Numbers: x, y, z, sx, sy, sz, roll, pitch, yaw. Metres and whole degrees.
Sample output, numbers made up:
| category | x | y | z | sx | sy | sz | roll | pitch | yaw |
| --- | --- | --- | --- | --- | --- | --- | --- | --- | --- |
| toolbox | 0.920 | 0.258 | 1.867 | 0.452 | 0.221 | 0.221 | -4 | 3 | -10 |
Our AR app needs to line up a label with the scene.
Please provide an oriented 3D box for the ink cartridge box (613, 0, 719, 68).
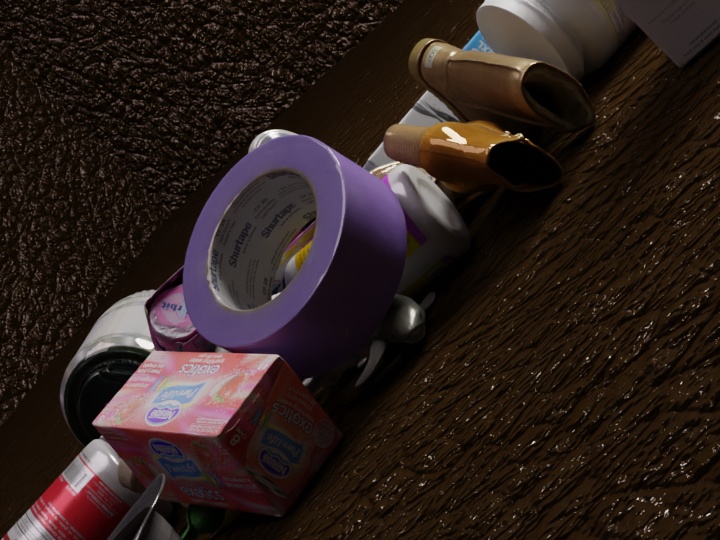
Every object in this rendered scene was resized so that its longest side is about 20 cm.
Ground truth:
| category | x | y | z | sx | sy | sz | roll | pitch | yaw |
| --- | --- | --- | --- | --- | --- | --- | --- | --- | --- |
| ink cartridge box | 0.244 | -0.292 | 1.594 | 0.085 | 0.200 | 0.146 | -41 | 11 | 27 |

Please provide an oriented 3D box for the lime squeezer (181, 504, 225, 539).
| category | x | y | z | sx | sy | sz | roll | pitch | yaw |
| --- | --- | --- | --- | --- | --- | --- | --- | --- | --- |
| lime squeezer | -0.123 | 0.218 | 1.626 | 0.200 | 0.038 | 0.071 | -41 | 42 | 26 |

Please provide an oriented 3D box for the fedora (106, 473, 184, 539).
| category | x | y | z | sx | sy | sz | roll | pitch | yaw |
| --- | --- | --- | --- | --- | --- | --- | --- | --- | --- |
| fedora | -0.182 | 0.271 | 1.462 | 0.200 | 0.090 | 0.177 | -53 | 8 | 0 |

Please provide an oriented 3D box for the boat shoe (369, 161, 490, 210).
| category | x | y | z | sx | sy | sz | roll | pitch | yaw |
| --- | --- | --- | --- | --- | --- | --- | --- | --- | --- |
| boat shoe | 0.061 | -0.079 | 1.795 | 0.199 | 0.076 | 0.072 | -33 | 15 | -21 |

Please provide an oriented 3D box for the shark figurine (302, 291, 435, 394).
| category | x | y | z | sx | sy | sz | roll | pitch | yaw |
| --- | --- | --- | --- | --- | --- | --- | --- | --- | --- |
| shark figurine | -0.017 | 0.055 | 1.653 | 0.214 | 0.090 | 0.128 | -37 | 12 | 36 |

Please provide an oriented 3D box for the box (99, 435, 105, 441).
| category | x | y | z | sx | sy | sz | roll | pitch | yaw |
| --- | --- | --- | --- | --- | --- | --- | --- | --- | --- |
| box | -0.169 | 0.137 | 1.927 | 0.199 | 0.037 | 0.144 | -31 | 4 | -21 |

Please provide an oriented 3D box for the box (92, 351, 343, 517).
| category | x | y | z | sx | sy | sz | roll | pitch | yaw |
| --- | --- | --- | --- | --- | --- | --- | --- | --- | --- |
| box | -0.125 | 0.137 | 1.576 | 0.199 | 0.103 | 0.095 | -1 | 42 | 50 |

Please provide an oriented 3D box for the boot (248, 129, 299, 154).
| category | x | y | z | sx | sy | sz | roll | pitch | yaw |
| --- | --- | --- | --- | --- | --- | --- | --- | --- | --- |
| boot | -0.017 | -0.080 | 1.855 | 0.073 | 0.199 | 0.090 | -61 | 17 | -16 |

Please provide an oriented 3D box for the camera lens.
| category | x | y | z | sx | sy | sz | roll | pitch | yaw |
| --- | --- | --- | --- | --- | --- | --- | --- | --- | --- |
| camera lens | -0.257 | 0.124 | 2.152 | 0.160 | 0.160 | 0.200 | -43 | 10 | 18 |

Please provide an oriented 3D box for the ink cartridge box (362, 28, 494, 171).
| category | x | y | z | sx | sy | sz | roll | pitch | yaw |
| --- | --- | --- | --- | --- | --- | --- | --- | --- | --- |
| ink cartridge box | 0.087 | -0.142 | 1.934 | 0.200 | 0.084 | 0.145 | -49 | -1 | -15 |

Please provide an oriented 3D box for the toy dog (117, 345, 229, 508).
| category | x | y | z | sx | sy | sz | roll | pitch | yaw |
| --- | --- | --- | --- | --- | --- | --- | --- | --- | --- |
| toy dog | -0.142 | 0.154 | 1.770 | 0.200 | 0.132 | 0.096 | -43 | -29 | -8 |

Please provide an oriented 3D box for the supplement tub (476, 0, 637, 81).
| category | x | y | z | sx | sy | sz | roll | pitch | yaw |
| --- | --- | --- | --- | --- | --- | --- | --- | --- | --- |
| supplement tub | 0.224 | -0.291 | 1.840 | 0.200 | 0.145 | 0.145 | -49 | 10 | -14 |

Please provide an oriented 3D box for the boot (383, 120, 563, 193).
| category | x | y | z | sx | sy | sz | roll | pitch | yaw |
| --- | --- | --- | --- | --- | --- | --- | --- | --- | --- |
| boot | 0.130 | -0.096 | 1.666 | 0.143 | 0.200 | 0.071 | 16 | 98 | 41 |

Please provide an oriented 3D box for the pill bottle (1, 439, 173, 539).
| category | x | y | z | sx | sy | sz | roll | pitch | yaw |
| --- | --- | --- | --- | --- | --- | --- | --- | --- | --- |
| pill bottle | -0.291 | 0.276 | 1.832 | 0.200 | 0.112 | 0.112 | -48 | 10 | -6 |

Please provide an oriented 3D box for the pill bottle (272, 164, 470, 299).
| category | x | y | z | sx | sy | sz | roll | pitch | yaw |
| --- | --- | --- | --- | --- | --- | --- | --- | --- | --- |
| pill bottle | 0.000 | 0.000 | 1.715 | 0.200 | 0.104 | 0.104 | -40 | 11 | 16 |

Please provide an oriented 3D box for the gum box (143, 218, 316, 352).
| category | x | y | z | sx | sy | sz | roll | pitch | yaw |
| --- | --- | --- | --- | --- | --- | --- | --- | --- | --- |
| gum box | -0.129 | 0.017 | 1.832 | 0.200 | 0.066 | 0.114 | -44 | -18 | -17 |

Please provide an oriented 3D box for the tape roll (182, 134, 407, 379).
| category | x | y | z | sx | sy | sz | roll | pitch | yaw |
| --- | --- | --- | --- | --- | --- | --- | --- | --- | --- |
| tape roll | -0.059 | -0.012 | 1.618 | 0.199 | 0.085 | 0.201 | -23 | 54 | 35 |

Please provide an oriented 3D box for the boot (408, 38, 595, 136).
| category | x | y | z | sx | sy | sz | roll | pitch | yaw |
| --- | --- | --- | --- | --- | --- | --- | --- | --- | --- |
| boot | 0.155 | -0.159 | 1.756 | 0.200 | 0.174 | 0.067 | 22 | 89 | 55 |
